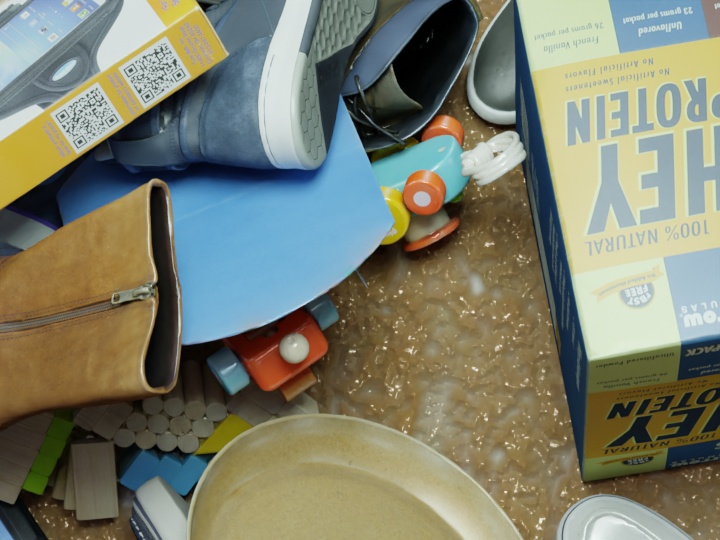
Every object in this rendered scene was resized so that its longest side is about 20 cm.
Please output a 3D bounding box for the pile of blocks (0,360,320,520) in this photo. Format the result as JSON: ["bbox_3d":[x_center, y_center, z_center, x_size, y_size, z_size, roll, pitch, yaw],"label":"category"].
[{"bbox_3d":[-0.122,0.079,1.511,0.199,0.083,0.062,-1,26,-6],"label":"pile of blocks"}]

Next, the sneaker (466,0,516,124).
[{"bbox_3d":[0.131,-0.166,1.560,0.200,0.099,0.071,-42,73,-11],"label":"sneaker"}]

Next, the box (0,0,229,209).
[{"bbox_3d":[-0.174,-0.091,1.415,0.200,0.042,0.119,-33,43,-4],"label":"box"}]

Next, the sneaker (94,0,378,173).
[{"bbox_3d":[-0.074,-0.127,1.491,0.145,0.077,0.203,-4,40,21],"label":"sneaker"}]

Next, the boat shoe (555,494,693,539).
[{"bbox_3d":[0.169,0.187,1.433,0.072,0.066,0.200,-32,70,-8],"label":"boat shoe"}]

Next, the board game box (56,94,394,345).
[{"bbox_3d":[-0.066,-0.020,1.459,0.157,0.039,0.200,-22,39,0],"label":"board game box"}]

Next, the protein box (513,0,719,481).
[{"bbox_3d":[0.158,-0.025,1.448,0.134,0.199,0.201,-10,68,0],"label":"protein box"}]

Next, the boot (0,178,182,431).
[{"bbox_3d":[-0.174,-0.008,1.410,0.199,0.068,0.189,-21,61,38],"label":"boot"}]

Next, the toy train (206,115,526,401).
[{"bbox_3d":[0.000,0.000,1.499,0.200,0.150,0.056,-37,115,-12],"label":"toy train"}]

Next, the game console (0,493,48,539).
[{"bbox_3d":[-0.265,0.131,1.460,0.175,0.116,0.200,-33,70,-9],"label":"game console"}]

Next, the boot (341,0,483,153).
[{"bbox_3d":[-0.021,-0.088,1.528,0.097,0.075,0.200,10,56,52],"label":"boot"}]

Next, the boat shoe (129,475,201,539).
[{"bbox_3d":[-0.084,0.204,1.443,0.093,0.075,0.200,-35,64,2],"label":"boat shoe"}]

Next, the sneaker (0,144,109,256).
[{"bbox_3d":[-0.188,-0.077,1.565,0.199,0.081,0.147,26,64,17],"label":"sneaker"}]

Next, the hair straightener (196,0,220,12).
[{"bbox_3d":[-0.117,-0.165,1.606,0.199,0.041,0.077,1,68,10],"label":"hair straightener"}]

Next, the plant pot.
[{"bbox_3d":[0.001,0.160,1.432,0.199,0.028,0.201,17,46,-19],"label":"plant pot"}]
